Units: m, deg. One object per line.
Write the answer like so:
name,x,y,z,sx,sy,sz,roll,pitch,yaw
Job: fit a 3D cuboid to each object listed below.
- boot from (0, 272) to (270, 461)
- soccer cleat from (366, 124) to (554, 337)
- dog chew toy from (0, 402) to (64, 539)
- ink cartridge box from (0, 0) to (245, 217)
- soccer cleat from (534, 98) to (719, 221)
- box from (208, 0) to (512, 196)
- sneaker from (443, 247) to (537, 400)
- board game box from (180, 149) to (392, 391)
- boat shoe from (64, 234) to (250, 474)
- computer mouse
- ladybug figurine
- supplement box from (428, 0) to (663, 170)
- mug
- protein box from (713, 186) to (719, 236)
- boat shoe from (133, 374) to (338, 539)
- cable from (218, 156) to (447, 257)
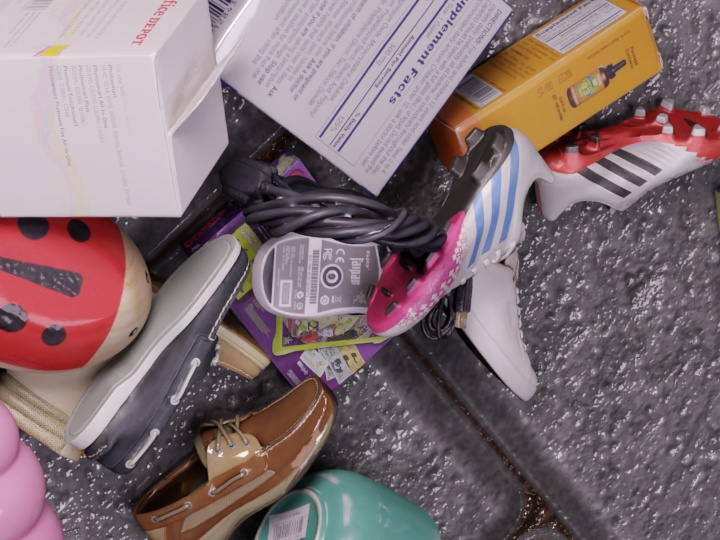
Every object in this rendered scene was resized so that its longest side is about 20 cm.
boot,-0.182,0.083,1.636,0.199,0.073,0.156,27,93,-32
soccer cleat,0.085,-0.020,1.658,0.086,0.070,0.201,37,84,-30
dog chew toy,-0.293,0.178,1.581,0.124,0.125,0.201,-18,127,-22
ink cartridge box,-0.185,-0.118,1.450,0.198,0.129,0.126,2,119,14
soccer cleat,0.239,-0.093,1.811,0.199,0.069,0.086,-11,126,-22
box,-0.019,-0.193,1.585,0.200,0.105,0.184,36,92,-36
sneaker,0.118,0.028,1.788,0.085,0.073,0.200,-38,125,-6
board game box,-0.050,0.011,1.712,0.120,0.032,0.200,-39,126,-5
boat shoe,-0.143,0.064,1.572,0.060,0.076,0.200,38,96,-24
computer mouse,0.000,0.000,1.686,0.199,0.044,0.111,3,97,-23
ladybug figurine,-0.239,0.005,1.508,0.199,0.072,0.137,13,85,-26
supplement box,0.152,-0.153,1.728,0.199,0.069,0.067,-32,125,-12
mug,-0.032,0.260,1.762,0.114,0.152,0.186,33,95,-33
protein box,0.463,-0.021,1.887,0.199,0.198,0.136,-25,122,-17
boat shoe,-0.105,0.160,1.713,0.200,0.076,0.074,-45,117,6
cable,-0.015,-0.037,1.569,0.162,0.200,0.051,17,92,-28
